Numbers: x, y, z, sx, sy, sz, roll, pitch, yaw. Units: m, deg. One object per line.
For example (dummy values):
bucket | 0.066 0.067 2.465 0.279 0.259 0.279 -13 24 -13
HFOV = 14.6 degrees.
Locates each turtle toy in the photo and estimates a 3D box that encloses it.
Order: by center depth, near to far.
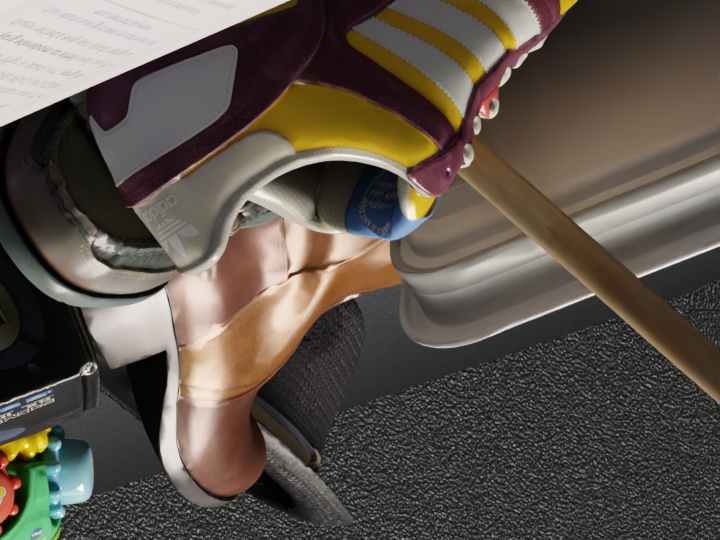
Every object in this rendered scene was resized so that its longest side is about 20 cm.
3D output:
turtle toy | -0.197 0.085 1.244 0.101 0.146 0.200 -48 163 26

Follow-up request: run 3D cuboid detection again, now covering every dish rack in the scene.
dish rack | 0.094 -0.068 0.894 0.200 0.044 0.172 -23 -147 20

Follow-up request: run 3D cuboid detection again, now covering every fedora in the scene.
fedora | -0.060 0.030 1.250 0.092 0.200 0.201 -56 -179 -11

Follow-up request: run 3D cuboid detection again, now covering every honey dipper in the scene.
honey dipper | 0.054 -0.013 0.827 0.038 0.200 0.038 -41 161 -18

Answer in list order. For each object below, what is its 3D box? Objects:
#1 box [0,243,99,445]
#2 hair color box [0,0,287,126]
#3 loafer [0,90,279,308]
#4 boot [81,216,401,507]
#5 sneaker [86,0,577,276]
box | -0.194 0.036 0.938 0.200 0.086 0.164 -20 175 -8
hair color box | -0.111 -0.050 0.523 0.200 0.065 0.109 -24 175 11
loafer | -0.048 -0.042 0.854 0.063 0.072 0.200 -31 180 22
boot | 0.000 0.000 1.072 0.200 0.069 0.188 -23 138 -2
sneaker | 0.012 -0.055 0.784 0.200 0.090 0.075 -17 174 -32
